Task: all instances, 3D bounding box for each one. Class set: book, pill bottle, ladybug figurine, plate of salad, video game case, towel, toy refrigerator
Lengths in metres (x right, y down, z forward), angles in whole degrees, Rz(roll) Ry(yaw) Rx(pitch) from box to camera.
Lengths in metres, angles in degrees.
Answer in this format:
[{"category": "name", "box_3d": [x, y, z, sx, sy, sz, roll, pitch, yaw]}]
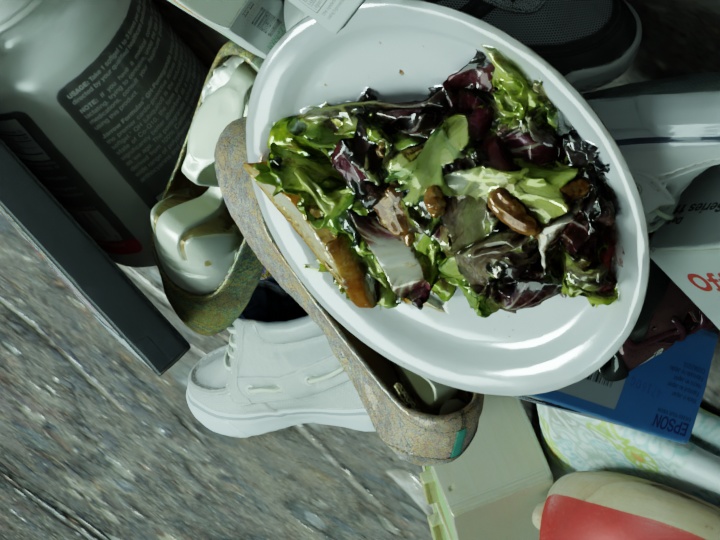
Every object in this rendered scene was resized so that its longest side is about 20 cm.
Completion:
[{"category": "book", "box_3d": [-0.091, -0.151, 1.358, 0.133, 0.048, 0.200, 36, -178, 5]}, {"category": "pill bottle", "box_3d": [-0.149, -0.103, 1.577, 0.111, 0.111, 0.200, 11, 149, 46]}, {"category": "ladybug figurine", "box_3d": [0.175, 0.176, 1.619, 0.200, 0.072, 0.136, 20, 153, 34]}, {"category": "plate of salad", "box_3d": [0.031, -0.025, 1.276, 0.199, 0.048, 0.201, 19, 130, 24]}, {"category": "video game case", "box_3d": [-0.177, -0.030, 1.592, 0.200, 0.025, 0.181, 48, 175, -10]}, {"category": "towel", "box_3d": [0.190, 0.129, 1.662, 0.200, 0.048, 0.171, 27, 155, 20]}, {"category": "toy refrigerator", "box_3d": [0.075, 0.139, 1.763, 0.200, 0.070, 0.076, 74, 174, -65]}]

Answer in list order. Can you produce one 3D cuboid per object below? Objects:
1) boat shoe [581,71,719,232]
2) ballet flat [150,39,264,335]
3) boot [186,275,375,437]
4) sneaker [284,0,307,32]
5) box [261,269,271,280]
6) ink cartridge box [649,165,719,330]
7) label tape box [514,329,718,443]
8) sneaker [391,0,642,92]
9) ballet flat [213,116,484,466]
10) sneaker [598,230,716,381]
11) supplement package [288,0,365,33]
[{"category": "boat shoe", "box_3d": [0.115, -0.046, 1.289, 0.199, 0.073, 0.067, -3, 100, 35]}, {"category": "ballet flat", "box_3d": [-0.073, -0.044, 1.519, 0.071, 0.071, 0.200, 31, 123, 10]}, {"category": "boot", "box_3d": [-0.050, 0.040, 1.701, 0.200, 0.074, 0.096, -5, 131, 48]}, {"category": "sneaker", "box_3d": [0.024, -0.079, 1.373, 0.085, 0.073, 0.200, 56, 176, 33]}, {"category": "box", "box_3d": [-0.023, 0.006, 1.723, 0.200, 0.039, 0.137, 33, 160, 5]}, {"category": "ink cartridge box", "box_3d": [0.244, 0.022, 1.289, 0.200, 0.083, 0.146, 44, 158, -24]}, {"category": "label tape box", "box_3d": [0.062, 0.028, 1.532, 0.200, 0.066, 0.143, 12, 176, 42]}, {"category": "sneaker", "box_3d": [0.037, -0.148, 1.246, 0.199, 0.076, 0.114, 24, 148, -4]}, {"category": "ballet flat", "box_3d": [0.000, 0.000, 1.423, 0.200, 0.068, 0.067, 54, 161, 7]}, {"category": "sneaker", "box_3d": [0.160, 0.022, 1.370, 0.200, 0.116, 0.076, 43, 158, -19]}, {"category": "supplement package", "box_3d": [-0.030, -0.223, 1.076, 0.200, 0.152, 0.151, 36, 159, -4]}]
